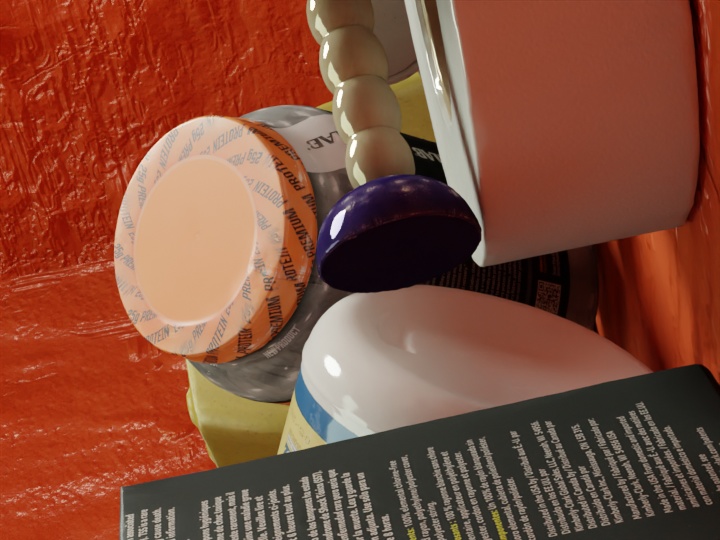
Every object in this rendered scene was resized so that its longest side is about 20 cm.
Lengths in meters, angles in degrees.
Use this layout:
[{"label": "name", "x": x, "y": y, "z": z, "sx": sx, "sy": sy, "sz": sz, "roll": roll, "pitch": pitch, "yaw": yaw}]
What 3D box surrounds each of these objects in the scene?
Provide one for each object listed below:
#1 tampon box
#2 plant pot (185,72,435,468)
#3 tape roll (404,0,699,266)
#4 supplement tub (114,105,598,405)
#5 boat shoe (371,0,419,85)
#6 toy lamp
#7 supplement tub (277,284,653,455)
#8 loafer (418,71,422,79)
[{"label": "tampon box", "x": 0.035, "y": 0.137, "z": 0.677, "sx": 0.126, "sy": 0.199, "sz": 0.150, "roll": -104, "pitch": 3, "yaw": -71}, {"label": "plant pot", "x": 0.006, "y": 0.024, "z": 1.126, "sx": 0.194, "sy": 0.199, "sz": 0.196, "roll": 81, "pitch": 176, "yaw": -72}, {"label": "tape roll", "x": 0.052, "y": -0.106, "z": 0.711, "sx": 0.202, "sy": 0.071, "sz": 0.203, "roll": 168, "pitch": 90, "yaw": -90}, {"label": "supplement tub", "x": 0.000, "y": 0.000, "z": 0.920, "sx": 0.200, "sy": 0.122, "sz": 0.123, "roll": 13, "pitch": -121, "yaw": -50}, {"label": "boat shoe", "x": 0.027, "y": -0.169, "z": 0.841, "sx": 0.057, "sy": 0.067, "sz": 0.201, "roll": -77, "pitch": -1, "yaw": -60}, {"label": "toy lamp", "x": -0.008, "y": -0.092, "z": 0.696, "sx": 0.058, "sy": 0.058, "sz": 0.201, "roll": 80, "pitch": 176, "yaw": -67}, {"label": "supplement tub", "x": 0.029, "y": 0.121, "z": 0.817, "sx": 0.145, "sy": 0.144, "sz": 0.201, "roll": -104, "pitch": 27, "yaw": -69}, {"label": "loafer", "x": 0.047, "y": -0.099, "z": 0.922, "sx": 0.070, "sy": 0.075, "sz": 0.200, "roll": 87, "pitch": 173, "yaw": -53}]
